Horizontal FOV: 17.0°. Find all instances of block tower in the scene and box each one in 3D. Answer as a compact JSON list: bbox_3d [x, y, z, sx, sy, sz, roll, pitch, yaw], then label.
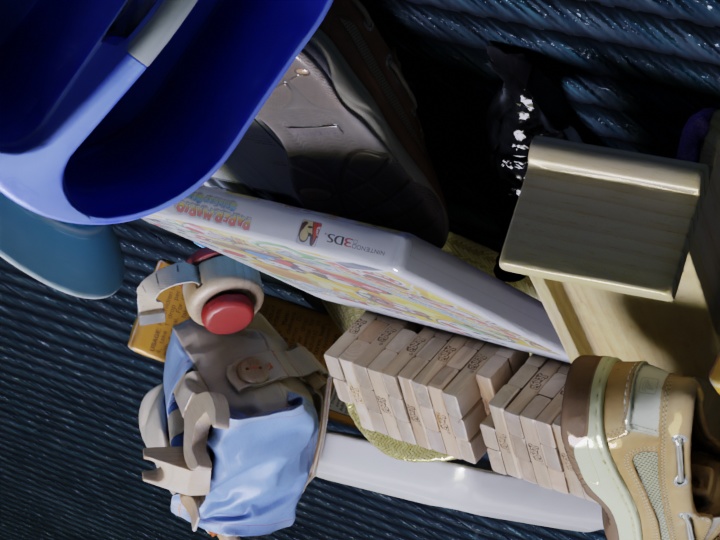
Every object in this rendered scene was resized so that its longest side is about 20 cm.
[{"bbox_3d":[0.079,0.070,1.275,0.199,0.058,0.054,17,140,37],"label":"block tower"}]

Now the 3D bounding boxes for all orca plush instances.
[{"bbox_3d":[0.094,-0.024,1.166,0.105,0.071,0.200,23,163,13],"label":"orca plush"}]

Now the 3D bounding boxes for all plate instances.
[{"bbox_3d":[0.061,0.134,1.540,0.199,0.032,0.200,15,175,-43],"label":"plate"},{"bbox_3d":[-0.209,-0.065,1.432,0.200,0.026,0.200,43,-164,-15],"label":"plate"}]

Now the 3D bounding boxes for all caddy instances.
[{"bbox_3d":[-0.093,-0.117,0.981,0.141,0.200,0.105,35,178,-33],"label":"caddy"}]

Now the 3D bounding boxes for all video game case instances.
[{"bbox_3d":[0.000,0.000,1.210,0.181,0.023,0.200,14,173,35],"label":"video game case"}]

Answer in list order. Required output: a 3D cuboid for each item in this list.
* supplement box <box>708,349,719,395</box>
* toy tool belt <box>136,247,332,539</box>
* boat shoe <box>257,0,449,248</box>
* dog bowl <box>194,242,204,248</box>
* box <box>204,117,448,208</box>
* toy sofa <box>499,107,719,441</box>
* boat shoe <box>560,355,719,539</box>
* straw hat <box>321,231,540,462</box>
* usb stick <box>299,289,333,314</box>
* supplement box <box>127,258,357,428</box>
[{"bbox_3d":[0.278,0.058,1.081,0.199,0.103,0.131,15,159,33],"label":"supplement box"},{"bbox_3d":[-0.071,0.092,1.423,0.124,0.123,0.200,-9,142,-11],"label":"toy tool belt"},{"bbox_3d":[-0.002,-0.079,1.152,0.075,0.072,0.200,4,148,27],"label":"boat shoe"},{"bbox_3d":[-0.116,-0.069,1.387,0.199,0.050,0.112,26,163,0],"label":"dog bowl"},{"bbox_3d":[-0.056,-0.085,1.232,0.116,0.060,0.200,11,157,41],"label":"box"},{"bbox_3d":[0.134,0.002,1.123,0.083,0.098,0.200,11,159,22],"label":"toy sofa"},{"bbox_3d":[0.155,0.105,1.137,0.076,0.072,0.200,-1,153,22],"label":"boat shoe"},{"bbox_3d":[0.037,0.065,1.404,0.200,0.085,0.201,24,145,18],"label":"straw hat"},{"bbox_3d":[0.052,0.034,1.466,0.199,0.033,0.055,18,160,25],"label":"usb stick"},{"bbox_3d":[-0.047,0.052,1.544,0.199,0.069,0.067,17,177,-6],"label":"supplement box"}]
